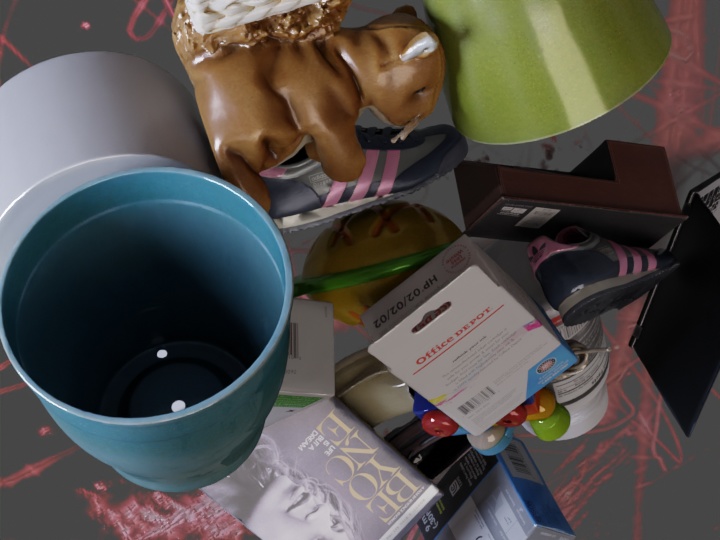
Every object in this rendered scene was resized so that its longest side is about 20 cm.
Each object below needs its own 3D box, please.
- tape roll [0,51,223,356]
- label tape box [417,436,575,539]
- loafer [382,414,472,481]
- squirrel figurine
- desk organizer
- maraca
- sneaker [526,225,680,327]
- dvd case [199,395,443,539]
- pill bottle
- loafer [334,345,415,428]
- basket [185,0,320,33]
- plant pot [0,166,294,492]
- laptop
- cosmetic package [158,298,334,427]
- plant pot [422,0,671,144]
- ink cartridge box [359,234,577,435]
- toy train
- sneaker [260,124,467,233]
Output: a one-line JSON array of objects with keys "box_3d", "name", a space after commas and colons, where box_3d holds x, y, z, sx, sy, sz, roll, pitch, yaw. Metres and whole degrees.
[{"box_3d": [-0.201, -0.049, 1.213, 0.202, 0.139, 0.203, -11, 133, -12], "name": "tape roll"}, {"box_3d": [0.119, 0.290, 1.641, 0.066, 0.143, 0.200, 21, 117, -36], "name": "label tape box"}, {"box_3d": [0.057, 0.188, 1.539, 0.200, 0.063, 0.072, -44, 144, -16], "name": "loafer"}, {"box_3d": [-0.035, -0.163, 1.169, 0.186, 0.142, 0.201, -20, 110, 2], "name": "squirrel figurine"}, {"box_3d": [0.186, -0.072, 1.400, 0.199, 0.077, 0.072, 4, 152, -27], "name": "desk organizer"}, {"box_3d": [0.000, 0.000, 1.353, 0.199, 0.137, 0.107, -14, 91, 15], "name": "maraca"}, {"box_3d": [0.218, -0.009, 1.387, 0.070, 0.082, 0.200, -43, 163, 29], "name": "sneaker"}, {"box_3d": [-0.036, 0.207, 1.480, 0.149, 0.016, 0.200, -46, 114, 1], "name": "dvd case"}, {"box_3d": [0.177, 0.067, 1.500, 0.115, 0.116, 0.200, -24, 134, -4], "name": "pill bottle"}, {"box_3d": [0.033, 0.108, 1.502, 0.200, 0.068, 0.076, -37, 132, 8], "name": "loafer"}, {"box_3d": [-0.056, -0.292, 1.043, 0.199, 0.199, 0.161, -19, 137, -9], "name": "basket"}, {"box_3d": [-0.139, 0.062, 1.117, 0.199, 0.201, 0.188, -19, 148, -9], "name": "plant pot"}, {"box_3d": [0.341, 0.019, 1.478, 0.200, 0.116, 0.188, -29, 144, -45], "name": "laptop"}, {"box_3d": [-0.107, 0.083, 1.338, 0.107, 0.085, 0.200, 5, 162, -23], "name": "cosmetic package"}, {"box_3d": [0.118, -0.233, 1.201, 0.187, 0.187, 0.200, -28, 119, 0], "name": "plant pot"}, {"box_3d": [0.083, 0.049, 1.293, 0.115, 0.068, 0.200, -38, 141, 10], "name": "ink cartridge box"}, {"box_3d": [0.159, 0.117, 1.418, 0.199, 0.085, 0.116, -12, 143, 31], "name": "toy train"}, {"box_3d": [-0.004, -0.098, 1.306, 0.199, 0.070, 0.082, -21, 114, -16], "name": "sneaker"}]
